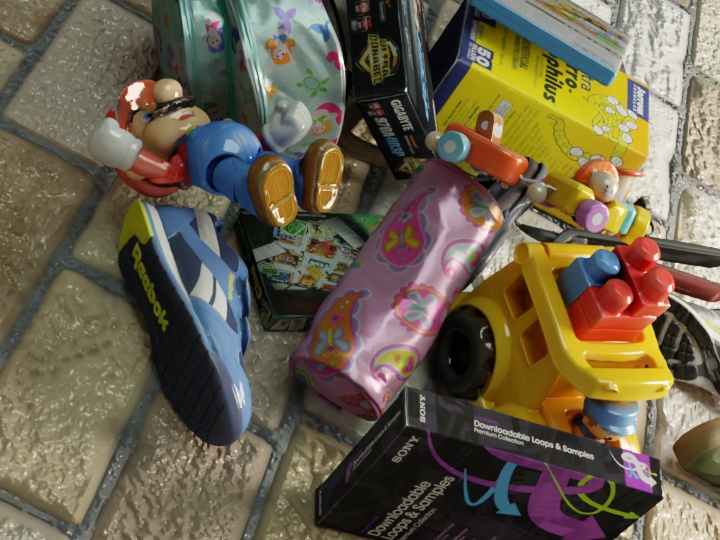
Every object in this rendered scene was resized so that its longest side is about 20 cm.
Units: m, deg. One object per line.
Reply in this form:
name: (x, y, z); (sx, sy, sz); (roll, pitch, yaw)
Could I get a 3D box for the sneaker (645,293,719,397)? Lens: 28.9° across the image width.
sneaker: (0.300, 0.062, 1.245); (0.200, 0.074, 0.081); (31, 24, -6)

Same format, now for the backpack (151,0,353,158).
backpack: (-0.086, -0.184, 1.124); (0.150, 0.178, 0.201); (-18, 68, -16)

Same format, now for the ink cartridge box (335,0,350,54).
ink cartridge box: (-0.071, -0.288, 1.299); (0.200, 0.067, 0.116); (35, 43, -2)

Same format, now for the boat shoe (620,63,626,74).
boat shoe: (0.195, -0.216, 1.405); (0.200, 0.072, 0.066); (2, 46, -37)

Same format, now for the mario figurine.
mario figurine: (-0.112, -0.098, 0.999); (0.199, 0.106, 0.123); (18, -8, 37)

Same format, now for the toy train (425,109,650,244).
toy train: (0.148, -0.077, 1.066); (0.150, 0.056, 0.200); (31, 10, 30)

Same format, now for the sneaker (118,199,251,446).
sneaker: (-0.108, 0.031, 0.996); (0.082, 0.074, 0.201); (0, 55, -35)

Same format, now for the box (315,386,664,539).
box: (0.086, 0.154, 0.961); (0.199, 0.143, 0.036); (18, 47, -17)

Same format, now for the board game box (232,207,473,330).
board game box: (0.000, 0.000, 1.127); (0.199, 0.023, 0.105); (2, 52, -32)

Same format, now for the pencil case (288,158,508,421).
pencil case: (0.030, 0.013, 1.042); (0.087, 0.087, 0.200); (34, 69, -3)

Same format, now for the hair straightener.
hair straightener: (0.239, -0.032, 1.265); (0.199, 0.041, 0.077); (14, 67, 3)

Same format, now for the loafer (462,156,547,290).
loafer: (0.103, -0.056, 1.183); (0.063, 0.072, 0.200); (40, 38, -1)

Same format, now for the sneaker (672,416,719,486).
sneaker: (0.359, 0.173, 1.174); (0.199, 0.067, 0.090); (5, 46, -33)

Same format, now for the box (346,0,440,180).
box: (0.025, -0.197, 1.164); (0.046, 0.159, 0.201); (-9, 68, 10)

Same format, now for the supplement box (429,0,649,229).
supplement box: (0.156, -0.146, 1.291); (0.199, 0.110, 0.109); (25, 44, -13)

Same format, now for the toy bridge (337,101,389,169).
toy bridge: (-0.003, -0.138, 1.236); (0.200, 0.027, 0.067); (43, 53, 3)

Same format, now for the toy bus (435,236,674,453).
toy bus: (0.169, 0.071, 1.049); (0.135, 0.192, 0.201); (3, 57, -32)

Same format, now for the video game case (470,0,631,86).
video game case: (0.182, -0.231, 1.299); (0.143, 0.018, 0.200); (31, 23, 3)
